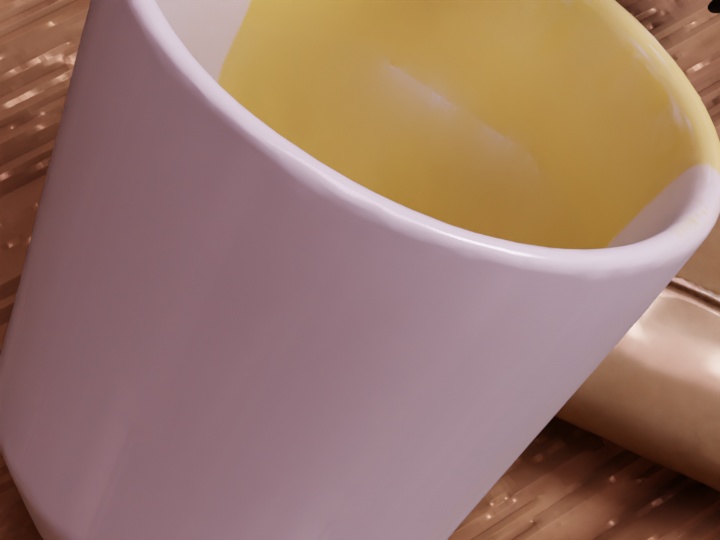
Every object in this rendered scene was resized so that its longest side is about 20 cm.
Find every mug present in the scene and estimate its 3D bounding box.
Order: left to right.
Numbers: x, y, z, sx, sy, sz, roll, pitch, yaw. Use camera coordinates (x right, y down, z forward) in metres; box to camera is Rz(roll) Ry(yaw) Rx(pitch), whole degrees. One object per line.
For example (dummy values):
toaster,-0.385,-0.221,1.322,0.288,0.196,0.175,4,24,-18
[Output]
mug,0.000,0.006,0.706,0.186,0.153,0.150,0,41,-38

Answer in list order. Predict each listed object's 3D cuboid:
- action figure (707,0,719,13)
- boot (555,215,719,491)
action figure,0.082,-0.118,0.771,0.119,0.200,0.102,23,98,-10
boot,0.123,0.062,0.774,0.200,0.066,0.175,27,47,-3
